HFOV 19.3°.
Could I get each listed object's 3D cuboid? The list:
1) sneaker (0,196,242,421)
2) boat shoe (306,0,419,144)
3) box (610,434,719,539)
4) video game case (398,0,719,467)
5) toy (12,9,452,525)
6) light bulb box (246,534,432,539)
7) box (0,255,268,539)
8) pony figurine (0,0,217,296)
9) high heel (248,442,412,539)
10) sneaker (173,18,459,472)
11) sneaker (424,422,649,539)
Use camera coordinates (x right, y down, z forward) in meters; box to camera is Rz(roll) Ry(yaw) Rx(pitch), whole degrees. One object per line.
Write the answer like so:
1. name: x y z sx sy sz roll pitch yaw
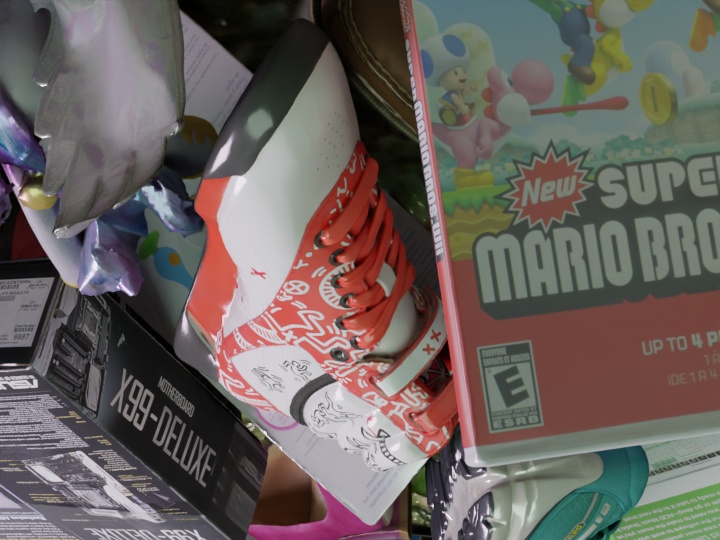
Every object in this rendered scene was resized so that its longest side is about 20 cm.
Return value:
1. sneaker: -0.081 0.039 0.933 0.097 0.071 0.201 0 138 23
2. boat shoe: 0.075 -0.048 0.686 0.199 0.072 0.068 30 -175 -14
3. box: 0.113 0.052 0.915 0.144 0.037 0.200 -22 127 38
4. video game case: 0.086 -0.049 0.647 0.142 0.202 0.017 -7 174 -13
5. toy: -0.033 -0.011 0.829 0.200 0.047 0.115 40 120 5
6. light bulb box: 0.013 0.244 1.050 0.198 0.199 0.125 2 142 15
7. box: -0.161 0.060 0.873 0.199 0.050 0.158 -4 147 30
8. pony figurine: -0.114 -0.070 0.684 0.165 0.195 0.200 -10 155 16
9. high heel: -0.030 0.087 0.957 0.095 0.068 0.200 -1 164 6
10. sneaker: 0.000 0.000 0.716 0.107 0.067 0.202 30 151 6
11. sneaker: 0.071 0.106 0.888 0.079 0.078 0.200 -7 167 -7
